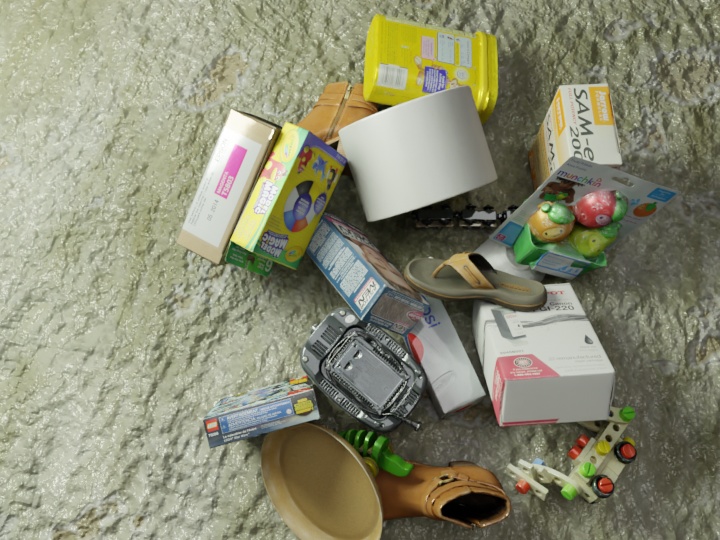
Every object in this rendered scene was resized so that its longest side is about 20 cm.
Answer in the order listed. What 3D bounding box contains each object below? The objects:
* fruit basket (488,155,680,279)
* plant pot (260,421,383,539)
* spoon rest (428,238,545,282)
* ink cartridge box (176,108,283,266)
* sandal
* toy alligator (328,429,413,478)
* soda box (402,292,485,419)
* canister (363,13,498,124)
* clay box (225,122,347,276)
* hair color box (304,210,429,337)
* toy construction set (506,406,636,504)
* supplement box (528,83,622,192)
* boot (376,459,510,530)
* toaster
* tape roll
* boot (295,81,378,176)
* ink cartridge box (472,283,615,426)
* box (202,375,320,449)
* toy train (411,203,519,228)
[{"bbox_3d":[0.307,-0.068,1.040,0.184,0.200,0.094,14,59,-21],"label":"fruit basket"},{"bbox_3d":[-0.047,0.280,0.967,0.200,0.201,0.027,44,40,14],"label":"plant pot"},{"bbox_3d":[0.189,-0.009,1.127,0.198,0.061,0.100,-9,71,-18],"label":"spoon rest"},{"bbox_3d":[-0.162,-0.115,1.062,0.075,0.165,0.201,27,98,10],"label":"ink cartridge box"},{"bbox_3d":[0.160,0.007,1.025,0.198,0.055,0.082,12,34,7],"label":"sandal"},{"bbox_3d":[-0.023,0.235,0.991,0.199,0.059,0.055,0,105,31],"label":"toy alligator"},{"bbox_3d":[0.104,0.107,1.074,0.068,0.064,0.201,-21,72,-7],"label":"soda box"},{"bbox_3d":[0.110,-0.321,1.189,0.198,0.087,0.150,8,68,-12],"label":"canister"},{"bbox_3d":[-0.100,-0.085,1.017,0.047,0.115,0.201,24,90,29],"label":"clay box"},{"bbox_3d":[0.000,0.000,1.045,0.061,0.100,0.200,-53,47,13],"label":"hair color box"},{"bbox_3d":[0.295,0.236,1.015,0.131,0.092,0.200,41,75,13],"label":"toy construction set"},{"bbox_3d":[0.308,-0.165,1.098,0.073,0.200,0.127,-3,70,-2],"label":"supplement box"},{"bbox_3d":[0.085,0.296,0.951,0.198,0.155,0.077,-3,90,-6],"label":"boot"},{"bbox_3d":[0.015,0.145,1.021,0.200,0.129,0.114,37,83,12],"label":"toaster"},{"bbox_3d":[0.082,-0.167,1.078,0.201,0.203,0.140,-19,97,-7],"label":"tape roll"},{"bbox_3d":[-0.069,-0.239,1.189,0.198,0.077,0.156,7,66,9],"label":"boot"},{"bbox_3d":[0.239,0.107,1.011,0.144,0.085,0.200,-4,31,-1],"label":"ink cartridge box"},{"bbox_3d":[-0.124,0.179,0.976,0.136,0.200,0.040,-14,88,-6],"label":"box"},{"bbox_3d":[0.176,-0.082,1.151,0.198,0.046,0.034,0,79,-3],"label":"toy train"}]
